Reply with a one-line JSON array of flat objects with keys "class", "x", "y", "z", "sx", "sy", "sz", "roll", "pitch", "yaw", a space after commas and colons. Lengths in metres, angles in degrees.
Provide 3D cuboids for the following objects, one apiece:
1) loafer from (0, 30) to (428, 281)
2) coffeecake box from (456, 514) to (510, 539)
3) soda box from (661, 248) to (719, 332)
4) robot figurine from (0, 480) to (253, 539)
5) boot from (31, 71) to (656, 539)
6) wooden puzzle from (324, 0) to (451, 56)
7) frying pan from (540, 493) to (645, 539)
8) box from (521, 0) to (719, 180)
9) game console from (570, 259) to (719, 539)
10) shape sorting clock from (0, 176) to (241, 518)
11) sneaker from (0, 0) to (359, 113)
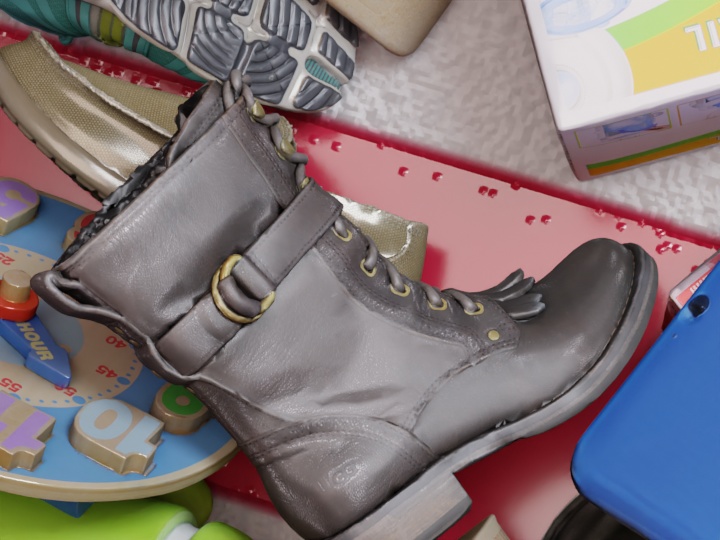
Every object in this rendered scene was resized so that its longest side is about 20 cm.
[{"class": "loafer", "x": -0.057, "y": -0.037, "z": 1.164, "sx": 0.200, "sy": 0.076, "sz": 0.068, "roll": 35, "pitch": 87, "yaw": 2}, {"class": "coffeecake box", "x": 0.070, "y": 0.198, "z": 1.046, "sx": 0.073, "sy": 0.154, "sz": 0.200, "roll": -38, "pitch": 88, "yaw": 11}, {"class": "soda box", "x": 0.198, "y": 0.071, "z": 1.107, "sx": 0.063, "sy": 0.070, "sz": 0.200, "roll": -38, "pitch": 79, "yaw": -4}, {"class": "robot figurine", "x": -0.113, "y": 0.136, "z": 1.120, "sx": 0.199, "sy": 0.116, "sz": 0.176, "roll": 15, "pitch": 52, "yaw": 12}, {"class": "boot", "x": 0.000, "y": 0.000, "z": 1.083, "sx": 0.200, "sy": 0.069, "sz": 0.174, "roll": -42, "pitch": 99, "yaw": -28}, {"class": "wooden puzzle", "x": 0.008, "y": -0.205, "z": 1.132, "sx": 0.200, "sy": 0.046, "sz": 0.186, "roll": 37, "pitch": 87, "yaw": -29}, {"class": "frying pan", "x": 0.109, "y": 0.164, "z": 1.127, "sx": 0.115, "sy": 0.031, "sz": 0.191, "roll": 17, "pitch": 98, "yaw": 12}, {"class": "box", "x": 0.160, "y": -0.119, "z": 1.126, "sx": 0.199, "sy": 0.101, "sz": 0.113, "roll": -16, "pitch": 79, "yaw": 6}, {"class": "game console", "x": 0.209, "y": 0.057, "z": 1.064, "sx": 0.171, "sy": 0.118, "sz": 0.200, "roll": 43, "pitch": 80, "yaw": -21}, {"class": "shape sorting clock", "x": -0.131, "y": 0.018, "z": 1.111, "sx": 0.200, "sy": 0.200, "sz": 0.039, "roll": 29, "pitch": 123, "yaw": 11}, {"class": "sneaker", "x": -0.094, "y": -0.119, "z": 1.179, "sx": 0.199, "sy": 0.080, "sz": 0.078, "roll": 24, "pitch": 70, "yaw": -7}]
